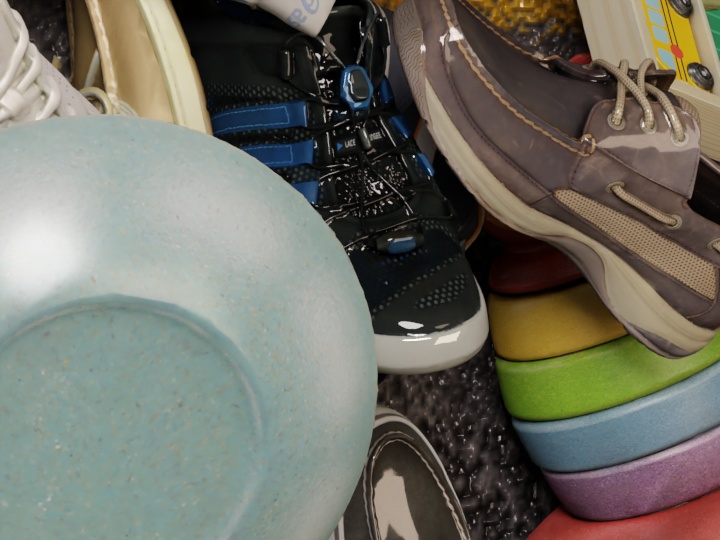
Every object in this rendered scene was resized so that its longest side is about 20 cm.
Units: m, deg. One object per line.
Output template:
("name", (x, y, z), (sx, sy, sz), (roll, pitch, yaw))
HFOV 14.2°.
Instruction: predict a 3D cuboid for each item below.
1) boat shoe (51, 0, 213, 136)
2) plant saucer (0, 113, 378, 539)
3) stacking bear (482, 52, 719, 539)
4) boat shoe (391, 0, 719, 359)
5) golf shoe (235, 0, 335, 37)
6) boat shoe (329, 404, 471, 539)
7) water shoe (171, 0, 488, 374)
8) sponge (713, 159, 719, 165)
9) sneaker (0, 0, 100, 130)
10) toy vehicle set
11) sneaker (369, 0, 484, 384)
("boat shoe", (-0.086, -0.018, 1.015), (0.063, 0.073, 0.202), (-12, 110, -15))
("plant saucer", (-0.085, 0.052, 0.910), (0.200, 0.039, 0.202), (-6, 113, -15))
("stacking bear", (0.097, 0.015, 1.156), (0.114, 0.121, 0.201), (-35, 108, -52))
("boat shoe", (0.086, -0.046, 1.028), (0.200, 0.073, 0.075), (38, 26, -41))
("golf shoe", (-0.043, -0.120, 0.944), (0.199, 0.078, 0.098), (-18, 87, -19))
("boat shoe", (0.035, 0.145, 1.141), (0.069, 0.056, 0.201), (-31, 114, -36))
("water shoe", (-0.017, -0.050, 0.994), (0.071, 0.200, 0.079), (-16, 141, -24))
("sponge", (0.230, -0.029, 1.179), (0.199, 0.112, 0.030), (-6, 133, -30))
("sneaker", (-0.126, -0.051, 0.914), (0.200, 0.099, 0.078), (39, 68, -11))
("toy vehicle set", (0.132, -0.127, 1.144), (0.124, 0.027, 0.201), (17, 47, -35))
("sneaker", (0.000, 0.000, 1.083), (0.079, 0.078, 0.201), (19, 79, -35))
